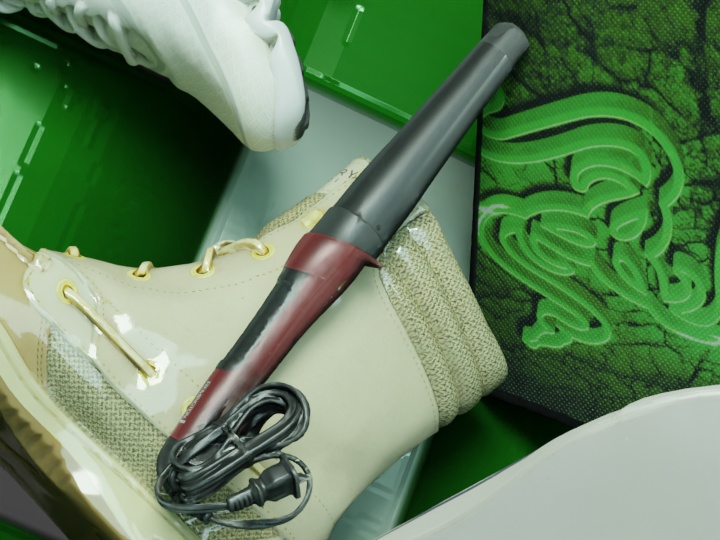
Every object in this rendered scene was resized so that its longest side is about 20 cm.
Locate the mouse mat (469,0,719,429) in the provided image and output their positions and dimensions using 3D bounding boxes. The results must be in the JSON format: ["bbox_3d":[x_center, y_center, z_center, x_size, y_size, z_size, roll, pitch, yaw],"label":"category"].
[{"bbox_3d":[0.104,-0.012,0.728,0.008,0.200,0.162,-12,112,-38],"label":"mouse mat"}]

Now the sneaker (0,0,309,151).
[{"bbox_3d":[-0.092,-0.106,0.778,0.081,0.075,0.200,-37,71,-13],"label":"sneaker"}]

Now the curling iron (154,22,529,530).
[{"bbox_3d":[0.000,0.000,0.728,0.049,0.026,0.200,22,63,22],"label":"curling iron"}]

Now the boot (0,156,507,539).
[{"bbox_3d":[-0.060,0.004,0.758,0.155,0.073,0.200,-41,91,-23],"label":"boot"}]

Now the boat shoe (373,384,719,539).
[{"bbox_3d":[0.064,0.087,0.724,0.199,0.093,0.075,-21,87,10],"label":"boat shoe"}]
